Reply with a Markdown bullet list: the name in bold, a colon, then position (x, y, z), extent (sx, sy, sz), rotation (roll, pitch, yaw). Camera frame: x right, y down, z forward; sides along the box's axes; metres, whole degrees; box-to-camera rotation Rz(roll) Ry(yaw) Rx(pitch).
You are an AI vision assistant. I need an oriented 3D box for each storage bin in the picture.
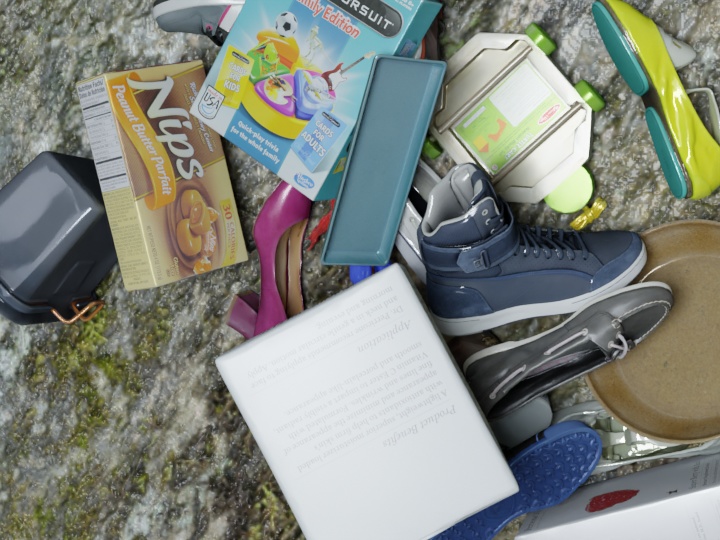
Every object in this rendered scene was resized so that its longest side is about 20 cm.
- **storage bin**: position (-0.291, -0.033, 1.281), extent (0.134, 0.200, 0.146), rotation (-45, 82, 9)

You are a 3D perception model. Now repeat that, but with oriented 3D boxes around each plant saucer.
- **plant saucer**: position (0.291, 0.056, 1.151), extent (0.200, 0.035, 0.200), rotation (-10, 71, 30)
- **plant saucer**: position (0.016, -0.095, 1.138), extent (0.019, 0.070, 0.200), rotation (51, 133, 51)

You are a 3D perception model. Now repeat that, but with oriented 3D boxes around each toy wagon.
- **toy wagon**: position (0.150, -0.121, 1.200), extent (0.155, 0.040, 0.200), rotation (-42, 85, 19)

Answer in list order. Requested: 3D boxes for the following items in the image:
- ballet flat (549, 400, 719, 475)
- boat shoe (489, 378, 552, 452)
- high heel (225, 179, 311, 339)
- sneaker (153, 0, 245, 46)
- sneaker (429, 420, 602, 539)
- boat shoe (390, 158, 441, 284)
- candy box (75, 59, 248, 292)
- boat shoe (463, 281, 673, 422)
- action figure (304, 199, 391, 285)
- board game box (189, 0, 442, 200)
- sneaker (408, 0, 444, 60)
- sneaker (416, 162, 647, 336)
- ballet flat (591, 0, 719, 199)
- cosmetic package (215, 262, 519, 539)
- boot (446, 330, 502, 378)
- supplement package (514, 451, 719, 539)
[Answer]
- **ballet flat**: position (0.239, 0.150, 1.194), extent (0.200, 0.069, 0.070), rotation (-10, 95, 19)
- **boat shoe**: position (0.110, 0.172, 1.242), extent (0.071, 0.064, 0.200), rotation (31, 116, -21)
- **high heel**: position (-0.061, -0.002, 1.270), extent (0.096, 0.067, 0.200), rotation (33, 121, 21)
- **sneaker**: position (-0.106, -0.205, 1.252), extent (0.200, 0.084, 0.121), rotation (2, 89, 16)
- **sneaker**: position (0.121, 0.192, 1.178), extent (0.200, 0.078, 0.070), rotation (-35, 117, 1)
- **boat shoe**: position (0.074, -0.043, 1.204), extent (0.200, 0.072, 0.066), rotation (50, 139, 2)
- **candy box**: position (-0.185, -0.091, 1.229), extent (0.055, 0.115, 0.200), rotation (-8, 97, 45)
- **boat shoe**: position (0.186, 0.075, 1.139), extent (0.200, 0.067, 0.057), rotation (-25, 51, 16)
- **action figure**: position (0.000, 0.000, 1.238), extent (0.099, 0.065, 0.200), rotation (123, 143, -54)
- **board game box**: position (-0.043, -0.186, 1.154), extent (0.151, 0.047, 0.200), rotation (35, 109, 18)
- **sneaker**: position (0.035, -0.256, 1.209), extent (0.077, 0.082, 0.200), rotation (-19, 70, 38)
- **sneaker**: position (0.147, -0.032, 1.128), extent (0.202, 0.077, 0.146), rotation (-17, 124, -3)
- **ballet flat**: position (0.272, -0.160, 1.150), extent (0.067, 0.067, 0.200), rotation (-25, 92, -2)
- **cosmetic package**: position (0.008, 0.117, 1.064), extent (0.165, 0.165, 0.200), rotation (-27, 89, 3)
- **boot**: position (0.035, 0.114, 1.199), extent (0.200, 0.186, 0.064), rotation (-35, 75, 22)
- **supplement package**: position (0.258, 0.252, 1.175), extent (0.200, 0.121, 0.120), rotation (-19, 92, 19)
